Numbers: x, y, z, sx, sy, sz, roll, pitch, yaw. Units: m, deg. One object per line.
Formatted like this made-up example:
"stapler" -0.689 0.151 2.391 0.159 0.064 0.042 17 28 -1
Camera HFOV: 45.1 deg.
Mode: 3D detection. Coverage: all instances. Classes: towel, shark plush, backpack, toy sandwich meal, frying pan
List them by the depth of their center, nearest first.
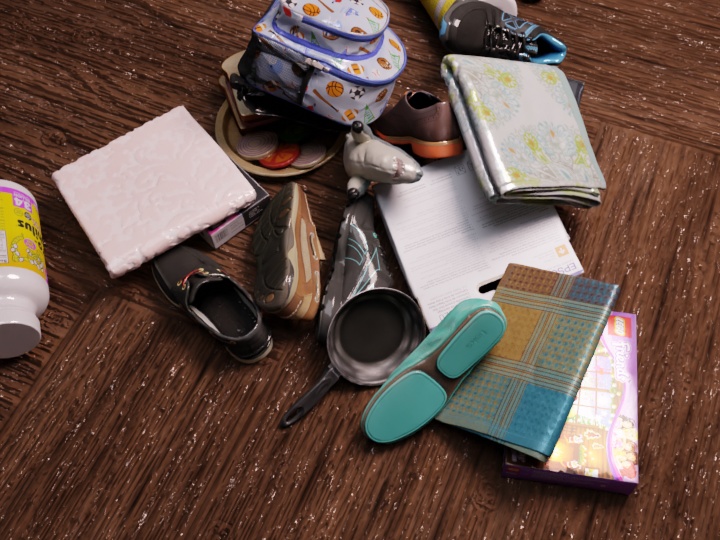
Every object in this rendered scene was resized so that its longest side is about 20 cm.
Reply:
"towel" 0.177 0.091 0.923 0.146 0.022 0.201 15 71 43
"frying pan" -0.001 0.105 0.967 0.114 0.191 0.031 25 10 -22
"towel" 0.194 -0.165 1.020 0.170 0.048 0.202 0 62 -33
"shark plush" 0.020 -0.131 1.071 0.082 0.200 0.092 2 94 -7
"towel" -0.259 -0.101 1.076 0.199 0.032 0.191 -32 58 -17
"backpack" -0.037 -0.276 1.088 0.189 0.154 0.201 29 47 -8
"toy sandwich meal" -0.108 -0.216 1.163 0.203 0.071 0.207 -1 57 1

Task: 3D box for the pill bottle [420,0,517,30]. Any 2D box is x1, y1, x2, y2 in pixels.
"pill bottle" 0.137 -0.417 1.262 0.110 0.112 0.201 -19 59 -10

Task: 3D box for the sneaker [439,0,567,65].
"sneaker" 0.194 -0.316 1.165 0.198 0.074 0.082 -4 26 -35

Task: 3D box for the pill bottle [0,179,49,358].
"pill bottle" -0.422 -0.001 1.014 0.103 0.105 0.201 -15 59 -8

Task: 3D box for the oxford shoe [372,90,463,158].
"oxford shoe" 0.071 -0.196 1.101 0.071 0.073 0.200 -14 22 -22

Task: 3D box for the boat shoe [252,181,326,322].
"boat shoe" -0.082 -0.018 1.038 0.075 0.074 0.201 -34 38 32

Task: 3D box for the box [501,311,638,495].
"box" 0.230 0.133 0.946 0.135 0.039 0.202 7 58 6

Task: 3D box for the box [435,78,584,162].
"box" 0.198 -0.182 1.146 0.157 0.046 0.201 16 59 11

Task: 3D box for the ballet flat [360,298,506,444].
"ballet flat" 0.079 0.107 0.943 0.067 0.070 0.200 43 98 -12

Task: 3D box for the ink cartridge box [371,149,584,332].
"ink cartridge box" 0.137 -0.045 1.038 0.198 0.041 0.202 -20 70 0

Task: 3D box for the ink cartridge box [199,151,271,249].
"ink cartridge box" -0.212 -0.121 1.128 0.094 0.037 0.200 -38 61 -20

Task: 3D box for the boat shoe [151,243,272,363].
"boat shoe" -0.179 0.024 1.017 0.074 0.063 0.201 -40 63 -17

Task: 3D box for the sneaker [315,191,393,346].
"sneaker" 0.000 0.000 1.030 0.078 0.076 0.202 12 66 -3
